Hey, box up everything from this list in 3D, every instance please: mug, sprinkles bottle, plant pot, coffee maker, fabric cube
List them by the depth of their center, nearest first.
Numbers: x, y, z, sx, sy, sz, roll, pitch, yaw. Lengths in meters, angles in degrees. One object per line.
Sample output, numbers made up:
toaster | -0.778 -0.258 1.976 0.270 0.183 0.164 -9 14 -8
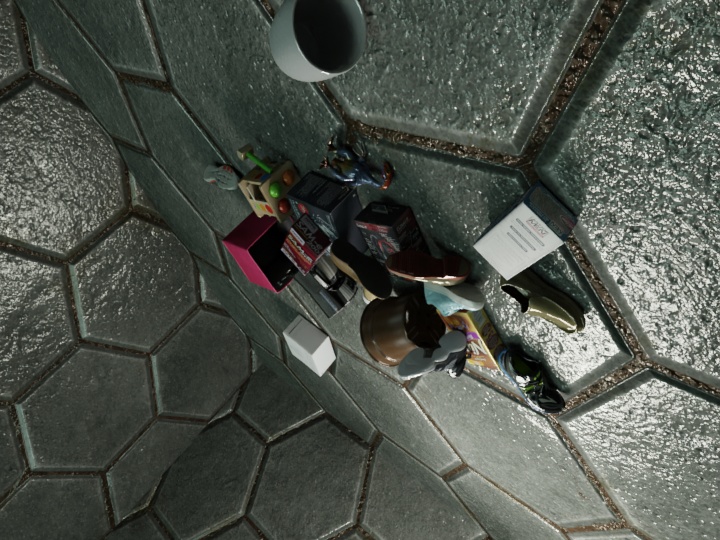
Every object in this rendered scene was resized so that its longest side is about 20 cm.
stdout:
mug | -0.092 -0.445 0.960 0.174 0.143 0.208 17 115 59
plant pot | 0.125 0.155 1.493 0.201 0.201 0.197 48 150 -10
sprinkles bottle | 0.042 0.028 1.566 0.068 0.068 0.202 36 155 17
coffee maker | -0.133 0.045 1.765 0.189 0.136 0.201 -28 108 40
fabric cube | -0.317 -0.076 1.846 0.196 0.197 0.203 14 143 49

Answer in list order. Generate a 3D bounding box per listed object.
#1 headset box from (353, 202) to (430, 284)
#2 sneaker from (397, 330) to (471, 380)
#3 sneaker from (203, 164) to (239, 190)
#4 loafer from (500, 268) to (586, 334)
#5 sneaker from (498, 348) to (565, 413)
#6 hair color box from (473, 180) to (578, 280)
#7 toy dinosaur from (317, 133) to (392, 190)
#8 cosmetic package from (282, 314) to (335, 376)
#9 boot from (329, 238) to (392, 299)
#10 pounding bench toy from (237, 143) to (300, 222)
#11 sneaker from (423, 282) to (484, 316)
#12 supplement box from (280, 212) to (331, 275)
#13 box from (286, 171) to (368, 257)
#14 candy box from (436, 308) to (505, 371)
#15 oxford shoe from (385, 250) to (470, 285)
headset box | 0.079 -0.077 1.321 0.146 0.075 0.203 16 143 49
sneaker | 0.196 0.243 1.380 0.115 0.196 0.077 55 -171 -39
sneaker | -0.473 -0.323 1.900 0.197 0.079 0.081 26 178 39
loafer | 0.360 0.066 1.086 0.198 0.067 0.077 39 157 16
sneaker | 0.421 0.271 1.313 0.200 0.071 0.083 46 163 6
hair color box | 0.296 -0.067 0.987 0.100 0.061 0.200 43 157 3
toy dinosaur | -0.003 -0.241 1.245 0.177 0.108 0.200 28 -168 6
cosmetic package | -0.233 0.347 2.483 0.197 0.123 0.202 33 154 29
boot | 0.000 0.000 1.390 0.199 0.074 0.075 42 159 -1
pounding bench toy | -0.262 -0.262 1.538 0.153 0.124 0.203 17 144 47
sneaker | 0.227 0.074 1.295 0.198 0.072 0.085 26 126 58
supplement box | -0.154 -0.068 1.490 0.109 0.061 0.200 46 157 0
box | -0.082 -0.139 1.460 0.179 0.104 0.203 25 150 37
candy box | 0.289 0.160 1.377 0.115 0.057 0.202 3 134 57
oxford shoe | 0.153 0.006 1.247 0.192 0.073 0.076 9 150 5
